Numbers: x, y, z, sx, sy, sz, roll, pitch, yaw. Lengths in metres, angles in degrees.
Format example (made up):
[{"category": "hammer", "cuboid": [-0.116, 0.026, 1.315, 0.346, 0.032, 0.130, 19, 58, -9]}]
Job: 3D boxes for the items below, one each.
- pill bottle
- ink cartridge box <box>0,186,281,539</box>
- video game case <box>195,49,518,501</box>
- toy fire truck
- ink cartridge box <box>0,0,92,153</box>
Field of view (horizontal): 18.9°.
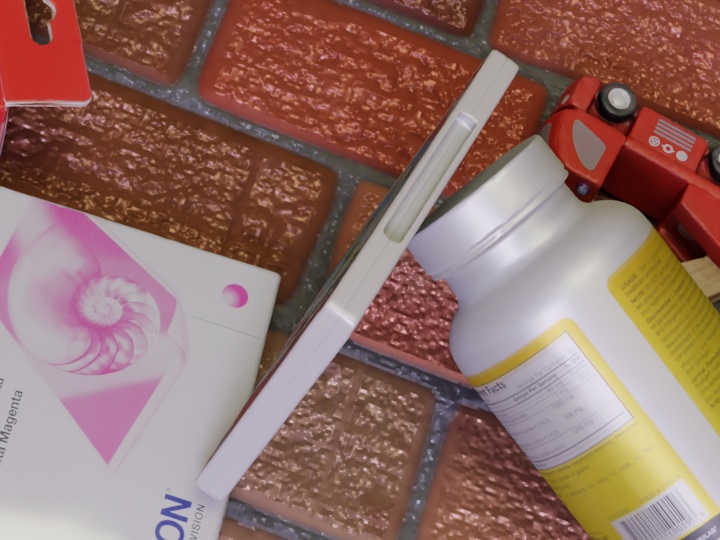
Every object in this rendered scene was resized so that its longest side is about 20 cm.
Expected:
[{"category": "pill bottle", "cuboid": [0.112, 0.040, 1.006, 0.112, 0.112, 0.201, -40, 94, -29]}, {"category": "ink cartridge box", "cuboid": [-0.151, 0.062, 0.989, 0.198, 0.043, 0.198, 17, 60, -8]}, {"category": "video game case", "cuboid": [0.000, 0.000, 0.979, 0.017, 0.143, 0.200, 35, 44, -2]}, {"category": "toy fire truck", "cuboid": [0.165, 0.002, 1.104, 0.199, 0.049, 0.142, 29, 59, 1]}, {"category": "ink cartridge box", "cuboid": [-0.237, -0.104, 1.034, 0.198, 0.067, 0.117, -3, 61, -20]}]
